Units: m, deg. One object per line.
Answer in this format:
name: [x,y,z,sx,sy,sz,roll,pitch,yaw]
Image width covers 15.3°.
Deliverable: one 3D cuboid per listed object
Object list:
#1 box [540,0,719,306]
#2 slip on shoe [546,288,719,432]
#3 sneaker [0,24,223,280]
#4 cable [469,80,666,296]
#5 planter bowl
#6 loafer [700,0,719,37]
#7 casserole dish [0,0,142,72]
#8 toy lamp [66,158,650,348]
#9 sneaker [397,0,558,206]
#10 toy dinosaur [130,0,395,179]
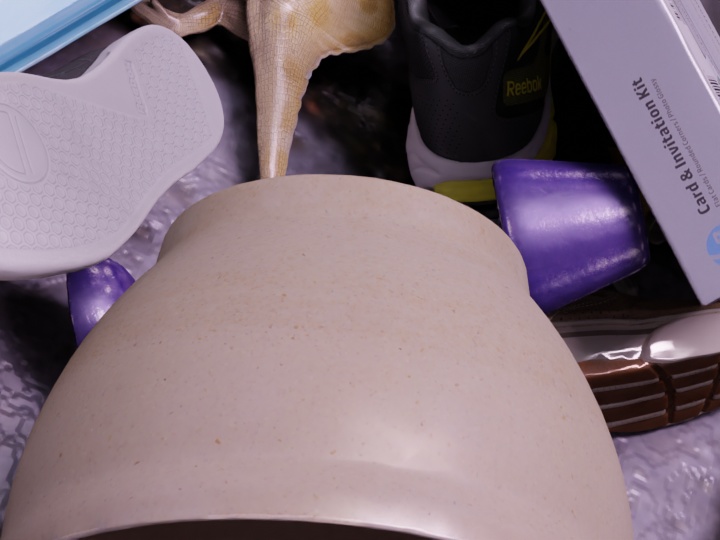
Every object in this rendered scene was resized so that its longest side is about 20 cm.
box: [0.115,-0.068,0.983,0.156,0.041,0.200,63,13,3]
slip on shoe: [0.076,0.026,0.998,0.199,0.076,0.061,-10,65,-23]
sneaker: [-0.124,-0.022,0.897,0.071,0.099,0.200,58,25,-4]
cable: [0.058,-0.065,1.095,0.097,0.050,0.200,-14,48,-14]
planter bowl: [-0.009,0.055,0.829,0.199,0.200,0.135,14,61,-16]
loafer: [0.131,-0.138,1.138,0.073,0.072,0.201,17,46,-47]
casserole dish: [-0.130,-0.139,0.998,0.200,0.039,0.121,-33,89,-12]
toy lamp: [0.000,0.000,0.926,0.199,0.058,0.058,-12,55,3]
sneaker: [0.051,-0.119,1.054,0.074,0.085,0.201,-4,47,1]
toy dinosaur: [-0.035,-0.108,1.056,0.101,0.058,0.201,24,48,-9]
